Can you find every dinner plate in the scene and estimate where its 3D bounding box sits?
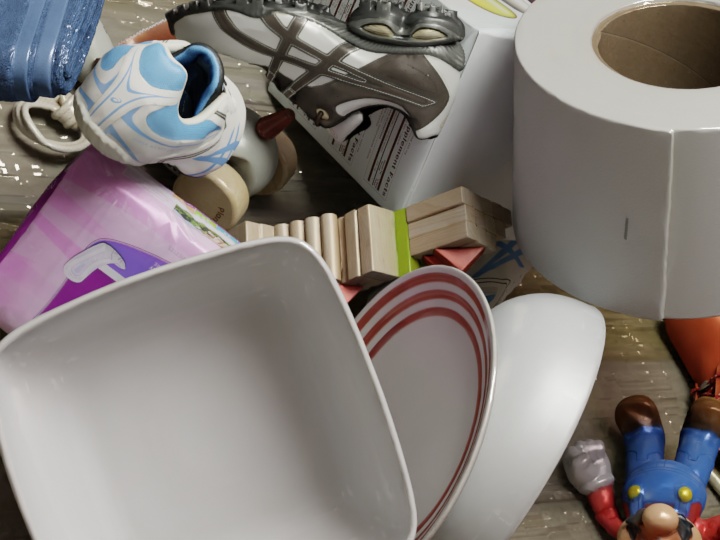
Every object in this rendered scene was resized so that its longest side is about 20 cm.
[{"bbox_3d":[0.021,0.093,1.019,0.024,0.200,0.200,26,44,-29],"label":"dinner plate"}]

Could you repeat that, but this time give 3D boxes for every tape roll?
[{"bbox_3d":[0.194,-0.084,1.082,0.202,0.139,0.203,-2,38,2],"label":"tape roll"}]

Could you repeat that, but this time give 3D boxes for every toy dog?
[{"bbox_3d":[-0.119,-0.116,1.157,0.200,0.096,0.132,29,39,-19],"label":"toy dog"}]

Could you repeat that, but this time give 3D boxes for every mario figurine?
[{"bbox_3d":[0.209,0.154,1.190,0.106,0.123,0.200,43,35,-21],"label":"mario figurine"}]

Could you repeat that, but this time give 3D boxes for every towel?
[{"bbox_3d":[-0.242,-0.141,0.928,0.200,0.049,0.112,9,51,1],"label":"towel"}]

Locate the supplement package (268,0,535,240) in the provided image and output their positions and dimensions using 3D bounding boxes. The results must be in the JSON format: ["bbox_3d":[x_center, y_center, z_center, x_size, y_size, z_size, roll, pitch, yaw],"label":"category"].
[{"bbox_3d":[0.078,-0.134,1.247,0.191,0.147,0.200,5,28,-36],"label":"supplement package"}]

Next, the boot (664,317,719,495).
[{"bbox_3d":[0.281,0.098,1.333,0.107,0.075,0.200,-18,64,-34],"label":"boot"}]

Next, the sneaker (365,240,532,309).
[{"bbox_3d":[0.075,0.017,1.237,0.200,0.072,0.073,-30,97,-50],"label":"sneaker"}]

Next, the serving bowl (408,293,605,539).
[{"bbox_3d":[0.067,0.094,1.062,0.066,0.200,0.200,30,42,-8],"label":"serving bowl"}]

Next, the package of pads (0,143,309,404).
[{"bbox_3d":[-0.113,0.028,1.021,0.200,0.121,0.076,37,9,-8],"label":"package of pads"}]

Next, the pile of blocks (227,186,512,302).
[{"bbox_3d":[0.000,0.000,1.136,0.082,0.200,0.062,52,32,-66],"label":"pile of blocks"}]

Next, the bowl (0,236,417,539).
[{"bbox_3d":[-0.085,0.094,0.949,0.200,0.075,0.200,-20,95,-4],"label":"bowl"}]

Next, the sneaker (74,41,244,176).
[{"bbox_3d":[-0.099,-0.098,1.013,0.072,0.072,0.200,59,14,2],"label":"sneaker"}]

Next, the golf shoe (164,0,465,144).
[{"bbox_3d":[-0.034,-0.129,1.111,0.200,0.095,0.078,8,11,19],"label":"golf shoe"}]
